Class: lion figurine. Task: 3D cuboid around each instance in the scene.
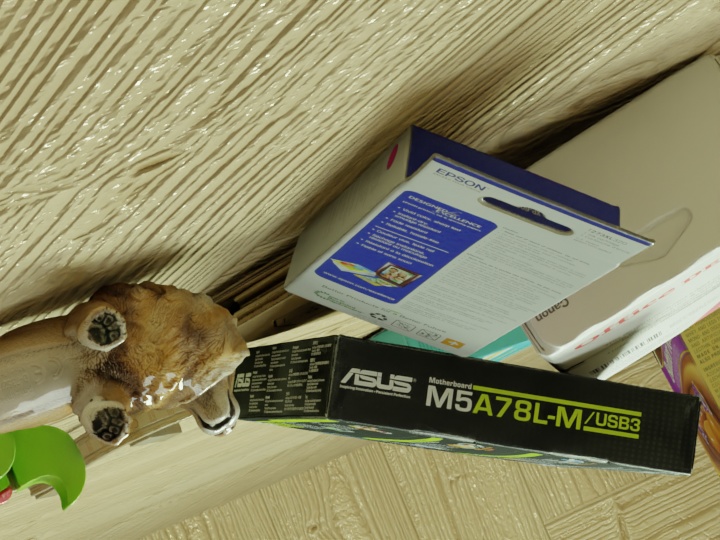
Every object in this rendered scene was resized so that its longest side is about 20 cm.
[{"bbox_3d":[-0.143,0.049,0.806,0.198,0.073,0.122,-9,-175,-4],"label":"lion figurine"}]

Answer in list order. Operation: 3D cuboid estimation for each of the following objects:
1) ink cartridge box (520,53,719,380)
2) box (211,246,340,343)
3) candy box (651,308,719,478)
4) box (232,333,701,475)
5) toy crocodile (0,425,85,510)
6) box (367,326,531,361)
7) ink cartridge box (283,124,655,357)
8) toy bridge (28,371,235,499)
[{"bbox_3d":[0.141,-0.017,0.989,0.144,0.085,0.200,-33,167,6],"label":"ink cartridge box"},{"bbox_3d":[0.000,0.000,1.031,0.199,0.021,0.163,-18,172,-44],"label":"box"},{"bbox_3d":[0.208,0.032,1.212,0.056,0.201,0.117,-26,173,-3],"label":"candy box"},{"bbox_3d":[0.047,0.070,1.015,0.191,0.048,0.200,12,173,-15],"label":"box"},{"bbox_3d":[-0.234,0.120,1.000,0.199,0.062,0.067,-18,171,-36],"label":"toy crocodile"},{"bbox_3d":[0.074,0.058,1.591,0.082,0.050,0.199,-30,171,40],"label":"box"},{"bbox_3d":[0.041,-0.013,0.817,0.094,0.037,0.200,21,162,-13],"label":"ink cartridge box"},{"bbox_3d":[-0.140,0.102,1.309,0.199,0.027,0.067,-26,171,14],"label":"toy bridge"}]
